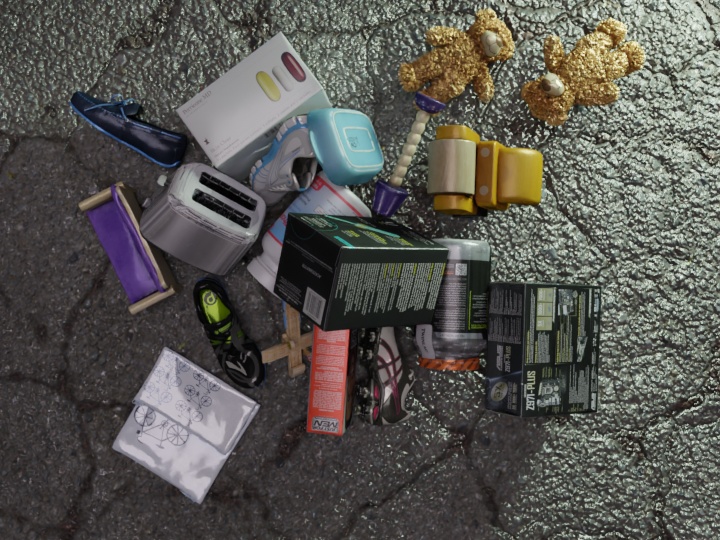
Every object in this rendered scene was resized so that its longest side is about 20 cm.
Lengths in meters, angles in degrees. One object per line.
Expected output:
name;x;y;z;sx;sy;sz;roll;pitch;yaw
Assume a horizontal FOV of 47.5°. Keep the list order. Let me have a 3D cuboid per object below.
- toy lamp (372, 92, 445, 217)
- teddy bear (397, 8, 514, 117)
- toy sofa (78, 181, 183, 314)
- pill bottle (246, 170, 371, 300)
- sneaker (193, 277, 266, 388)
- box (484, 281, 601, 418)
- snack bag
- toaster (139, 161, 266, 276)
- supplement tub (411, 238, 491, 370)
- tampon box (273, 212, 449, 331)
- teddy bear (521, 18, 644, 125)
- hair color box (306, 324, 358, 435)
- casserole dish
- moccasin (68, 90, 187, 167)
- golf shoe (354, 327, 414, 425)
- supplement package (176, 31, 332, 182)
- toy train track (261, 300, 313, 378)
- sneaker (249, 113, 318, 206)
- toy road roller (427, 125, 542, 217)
toy lamp;0.073;-0.182;1.311;0.058;0.058;0.201;25;104;2
teddy bear;0.157;-0.333;1.317;0.199;0.067;0.146;-17;91;3
toy sofa;-0.374;-0.036;1.322;0.083;0.098;0.201;-26;89;2
pill bottle;-0.085;-0.053;1.304;0.109;0.109;0.200;42;91;2
sneaker;-0.219;0.104;1.321;0.071;0.083;0.200;-27;89;2
box;0.283;0.119;1.263;0.163;0.086;0.201;1;90;-31
snack bag;-0.294;0.257;1.354;0.188;0.021;0.200;32;91;2
toaster;-0.235;-0.077;1.273;0.200;0.129;0.114;30;51;-18
supplement tub;0.142;0.052;1.287;0.122;0.123;0.201;2;89;2
tampon box;0.000;0.000;1.210;0.199;0.150;0.127;0;111;-37
teddy bear;0.353;-0.319;1.299;0.199;0.067;0.146;-18;86;3
hair color box;-0.042;0.150;1.298;0.061;0.102;0.201;5;94;8
casserole dish;-0.016;-0.195;1.257;0.039;0.200;0.122;-20;90;25
moccasin;-0.373;-0.244;1.338;0.200;0.081;0.068;29;105;-10
golf shoe;0.042;0.150;1.325;0.088;0.077;0.201;4;93;-17
supplement package;-0.160;-0.250;1.283;0.200;0.156;0.111;-37;85;2
toy train track;-0.101;0.090;1.288;0.114;0.033;0.201;-21;126;-29
sneaker;-0.114;-0.148;1.270;0.075;0.200;0.087;-6;63;-30
toy road roller;0.195;-0.147;1.251;0.145;0.200;0.123;1;89;24
